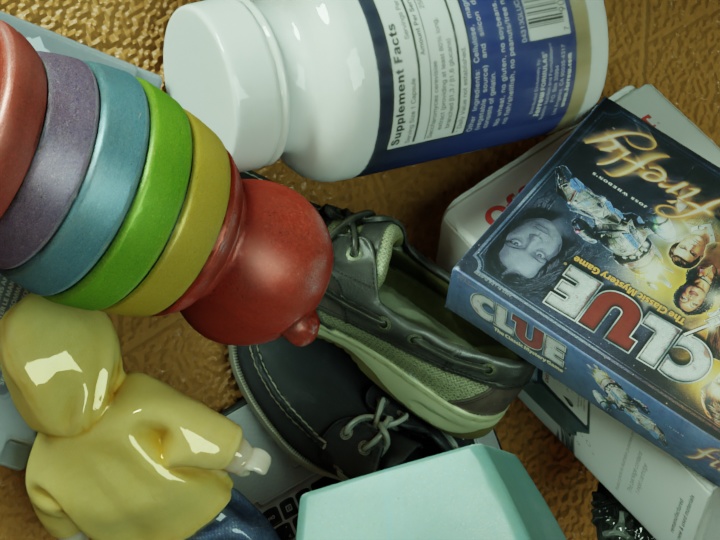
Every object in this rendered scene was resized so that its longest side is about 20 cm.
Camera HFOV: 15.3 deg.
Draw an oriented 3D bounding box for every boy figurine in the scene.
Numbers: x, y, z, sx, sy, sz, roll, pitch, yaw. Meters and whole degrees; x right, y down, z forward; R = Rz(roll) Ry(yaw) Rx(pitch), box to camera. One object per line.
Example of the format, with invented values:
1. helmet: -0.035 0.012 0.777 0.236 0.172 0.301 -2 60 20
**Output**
1. boy figurine: -0.105 0.094 1.249 0.200 0.124 0.065 50 32 -16

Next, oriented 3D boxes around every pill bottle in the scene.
1. pill bottle: 0.011 -0.105 1.301 0.199 0.111 0.112 -13 104 -25

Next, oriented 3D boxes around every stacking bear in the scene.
1. stacking bear: -0.101 -0.025 1.201 0.199 0.114 0.122 23 43 -31

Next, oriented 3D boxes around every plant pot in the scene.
1. plant pot: 0.046 0.189 1.227 0.140 0.141 0.202 -17 79 12

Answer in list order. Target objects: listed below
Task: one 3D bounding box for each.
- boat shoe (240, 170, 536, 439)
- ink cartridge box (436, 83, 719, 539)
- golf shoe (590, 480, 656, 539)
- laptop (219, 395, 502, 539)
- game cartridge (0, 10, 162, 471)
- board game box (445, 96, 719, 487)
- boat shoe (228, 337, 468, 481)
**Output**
1. boat shoe: 0.000 0.001 1.304 0.200 0.066 0.072 37 37 -6
2. ink cartridge box: 0.152 0.024 1.340 0.146 0.200 0.086 -32 152 -24
3. golf shoe: 0.181 0.094 1.412 0.095 0.077 0.201 58 44 -42
4. laptop: 0.023 0.147 1.343 0.186 0.116 0.201 -29 110 -22
5. game cartridge: -0.183 -0.020 1.255 0.132 0.041 0.201 21 88 -24
6. board game box: 0.159 0.018 1.270 0.199 0.035 0.136 33 58 16
7. boat shoe: 0.019 0.084 1.323 0.200 0.063 0.073 44 67 2
